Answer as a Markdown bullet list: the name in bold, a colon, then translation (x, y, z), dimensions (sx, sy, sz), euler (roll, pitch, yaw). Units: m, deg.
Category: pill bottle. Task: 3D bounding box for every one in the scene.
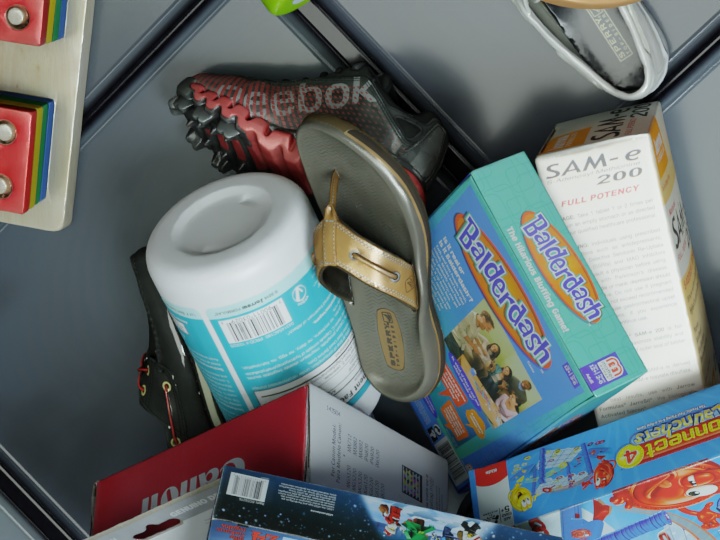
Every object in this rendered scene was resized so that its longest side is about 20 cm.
- **pill bottle**: translation (-0.053, 0.043, 1.352), dimensions (0.111, 0.111, 0.200), euler (-13, 126, 14)

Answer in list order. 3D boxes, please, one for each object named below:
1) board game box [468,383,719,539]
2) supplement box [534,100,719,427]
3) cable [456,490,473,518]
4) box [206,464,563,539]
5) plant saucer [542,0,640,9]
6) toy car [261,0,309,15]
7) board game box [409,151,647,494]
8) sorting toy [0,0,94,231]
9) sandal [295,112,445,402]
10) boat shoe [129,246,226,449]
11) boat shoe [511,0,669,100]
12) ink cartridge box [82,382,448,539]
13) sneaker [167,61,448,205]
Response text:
- **board game box**: translation (0.196, 0.170, 1.279), dimensions (0.196, 0.056, 0.200), euler (-22, 129, 16)
- **supplement box**: translation (0.171, 0.005, 1.309), dimensions (0.073, 0.126, 0.200), euler (-12, 102, 14)
- **cable**: translation (0.135, 0.197, 1.375), dimensions (0.200, 0.051, 0.163), euler (-12, 125, -12)
- **box**: translation (0.006, 0.183, 1.231), dimensions (0.200, 0.038, 0.137), euler (12, 143, -2)
- **plant saucer**: translation (0.141, -0.258, 1.252), dimensions (0.200, 0.037, 0.200), euler (0, 91, -14)
- **toy car**: translation (-0.025, -0.283, 1.276), dimensions (0.200, 0.158, 0.164), euler (-35, 85, 6)
- **board game box**: translation (0.080, 0.037, 1.295), dimensions (0.152, 0.045, 0.200), euler (62, 151, 10)
- **sorting toy**: translation (-0.288, -0.135, 1.398), dimensions (0.199, 0.070, 0.200), euler (11, 106, 9)
- **sandal**: translation (0.000, 0.000, 1.275), dimensions (0.082, 0.055, 0.200), euler (13, 126, 37)
- **boat shoe**: translation (-0.122, 0.078, 1.413), dimensions (0.063, 0.074, 0.201), euler (-14, 105, 6)
- **boat shoe**: translation (0.118, -0.187, 1.304), dimensions (0.072, 0.066, 0.200), euler (-32, 95, 17)
- **ink cartridge box**: translation (-0.075, 0.153, 1.319), dimensions (0.200, 0.084, 0.176), euler (-26, 137, 34)
- **sneaker**: translation (-0.028, -0.093, 1.355), dimensions (0.200, 0.071, 0.098), euler (23, 64, 27)
